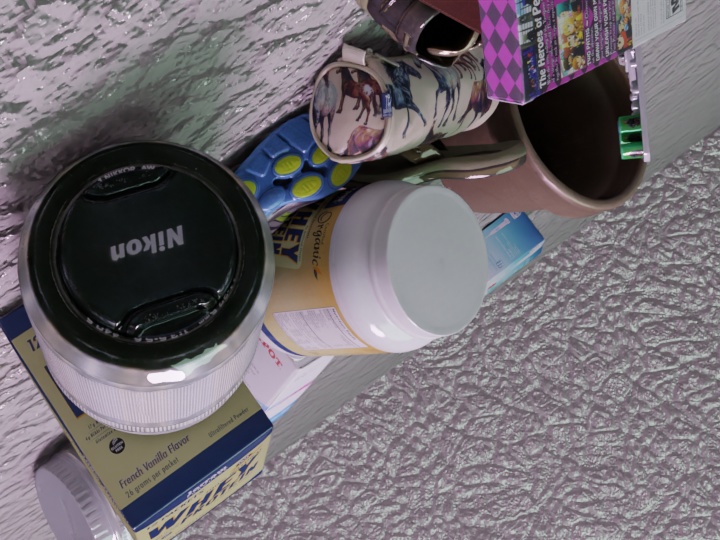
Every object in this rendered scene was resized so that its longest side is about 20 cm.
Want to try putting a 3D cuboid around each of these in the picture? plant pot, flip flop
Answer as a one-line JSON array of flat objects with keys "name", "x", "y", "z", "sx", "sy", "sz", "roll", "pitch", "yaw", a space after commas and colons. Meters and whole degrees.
[{"name": "plant pot", "x": 0.172, "y": -0.138, "z": 1.155, "sx": 0.199, "sy": 0.203, "sz": 0.174, "roll": -28, "pitch": -176, "yaw": -37}, {"name": "flip flop", "x": 0.053, "y": -0.112, "z": 1.017, "sx": 0.196, "sy": 0.059, "sz": 0.081, "roll": -5, "pitch": -160, "yaw": 6}]

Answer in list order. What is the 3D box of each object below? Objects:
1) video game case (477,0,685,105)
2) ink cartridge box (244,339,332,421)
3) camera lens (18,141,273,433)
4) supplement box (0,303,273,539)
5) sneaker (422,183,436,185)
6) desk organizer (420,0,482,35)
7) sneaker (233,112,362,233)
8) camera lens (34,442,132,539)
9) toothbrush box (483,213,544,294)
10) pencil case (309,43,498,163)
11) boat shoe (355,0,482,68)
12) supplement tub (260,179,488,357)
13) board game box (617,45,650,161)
[{"name": "video game case", "x": 0.135, "y": -0.226, "z": 0.673, "sx": 0.180, "sy": 0.203, "sz": 0.036, "roll": -30, "pitch": -148, "yaw": -35}, {"name": "ink cartridge box", "x": -0.109, "y": 0.068, "z": 1.147, "sx": 0.084, "sy": 0.145, "sz": 0.200, "roll": -28, "pitch": 167, "yaw": -36}, {"name": "camera lens", "x": -0.144, "y": 0.019, "z": 0.760, "sx": 0.159, "sy": 0.161, "sz": 0.200, "roll": -33, "pitch": 168, "yaw": -19}, {"name": "supplement box", "x": -0.186, "y": 0.113, "z": 0.945, "sx": 0.133, "sy": 0.201, "sz": 0.200, "roll": -34, "pitch": 168, "yaw": -18}, {"name": "sneaker", "x": 0.069, "y": -0.063, "z": 1.371, "sx": 0.078, "sy": 0.132, "sz": 0.200, "roll": -16, "pitch": -156, "yaw": -3}, {"name": "desk organizer", "x": 0.122, "y": -0.224, "z": 0.744, "sx": 0.199, "sy": 0.078, "sz": 0.071, "roll": -38, "pitch": -156, "yaw": -29}, {"name": "sneaker", "x": -0.082, "y": -0.067, "z": 0.932, "sx": 0.199, "sy": 0.071, "sz": 0.083, "roll": -39, "pitch": -169, "yaw": -6}, {"name": "camera lens", "x": -0.274, "y": 0.256, "z": 1.356, "sx": 0.199, "sy": 0.161, "sz": 0.160, "roll": -29, "pitch": 167, "yaw": -36}, {"name": "toothbrush box", "x": 0.233, "y": -0.017, "z": 2.035, "sx": 0.199, "sy": 0.086, "sz": 0.146, "roll": -36, "pitch": 169, "yaw": -1}, {"name": "pencil case", "x": 0.043, "y": -0.147, "z": 0.924, "sx": 0.199, "sy": 0.077, "sz": 0.091, "roll": -23, "pitch": 141, "yaw": -52}, {"name": "boat shoe", "x": 0.053, "y": -0.183, "z": 0.821, "sx": 0.074, "sy": 0.074, "sz": 0.199, "roll": -40, "pitch": 169, "yaw": 19}, {"name": "supplement tub", "x": 0.000, "y": 0.000, "z": 0.970, "sx": 0.143, "sy": 0.147, "sz": 0.198, "roll": -27, "pitch": -167, "yaw": -41}, {"name": "board game box", "x": 0.239, "y": -0.201, "z": 1.002, "sx": 0.025, "sy": 0.204, "sz": 0.200, "roll": -5, "pitch": -174, "yaw": 14}]
